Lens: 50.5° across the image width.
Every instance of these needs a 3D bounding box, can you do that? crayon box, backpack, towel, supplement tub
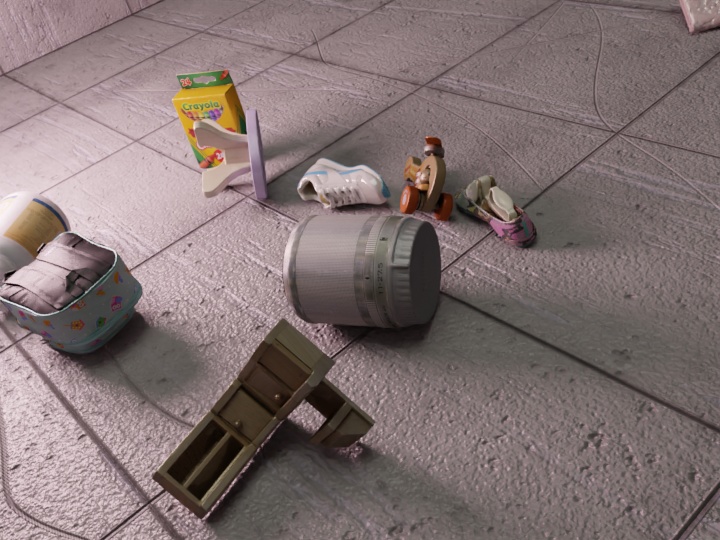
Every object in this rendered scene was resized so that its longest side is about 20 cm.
[{"bbox_3d":[-0.305,-0.311,1.585,0.127,0.200,0.051,-1,39,20],"label":"crayon box"},{"bbox_3d":[-0.451,0.042,1.221,0.200,0.153,0.176,7,44,43],"label":"backpack"},{"bbox_3d":[0.773,-0.607,1.621,0.200,0.032,0.191,-13,71,6],"label":"towel"},{"bbox_3d":[-0.638,-0.036,1.402,0.145,0.145,0.200,-6,37,14],"label":"supplement tub"}]

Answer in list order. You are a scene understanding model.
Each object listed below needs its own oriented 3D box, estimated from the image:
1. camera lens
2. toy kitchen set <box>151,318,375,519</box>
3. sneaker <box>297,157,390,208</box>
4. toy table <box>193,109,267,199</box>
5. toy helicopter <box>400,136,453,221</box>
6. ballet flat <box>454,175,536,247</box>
[{"bbox_3d":[0.000,0.000,1.095,0.200,0.160,0.160,2,40,23],"label":"camera lens"},{"bbox_3d":[-0.106,0.200,0.888,0.163,0.200,0.180,40,54,1],"label":"toy kitchen set"},{"bbox_3d":[-0.029,-0.145,1.378,0.200,0.077,0.081,16,55,44],"label":"sneaker"},{"bbox_3d":[-0.249,-0.223,1.482,0.117,0.184,0.200,-7,46,-3],"label":"toy table"},{"bbox_3d":[0.108,-0.171,1.320,0.079,0.132,0.200,9,16,-13],"label":"toy helicopter"},{"bbox_3d":[0.214,-0.110,1.230,0.069,0.071,0.200,-25,37,-10],"label":"ballet flat"}]
